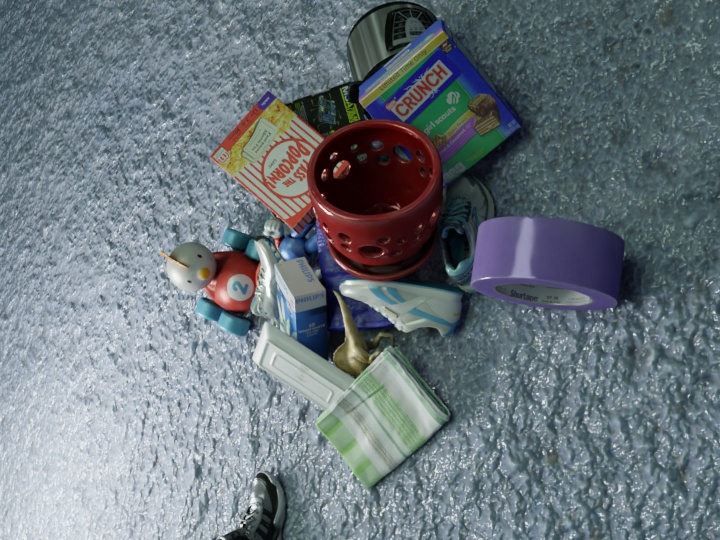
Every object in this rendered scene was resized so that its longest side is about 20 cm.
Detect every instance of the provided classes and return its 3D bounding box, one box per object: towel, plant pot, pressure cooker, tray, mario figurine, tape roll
[{"bbox_3d":[0.000,0.000,1.590,0.147,0.050,0.201,-7,87,16],"label":"towel"},{"bbox_3d":[0.027,-0.100,1.454,0.200,0.183,0.201,-3,57,4],"label":"plant pot"},{"bbox_3d":[0.077,-0.326,1.604,0.176,0.179,0.200,-31,51,25],"label":"pressure cooker"},{"bbox_3d":[-0.094,0.175,1.602,0.200,0.022,0.108,32,133,9],"label":"tray"},{"bbox_3d":[0.030,0.236,1.519,0.200,0.031,0.149,-46,74,24],"label":"towel"},{"bbox_3d":[-0.130,-0.019,1.742,0.200,0.106,0.124,-48,53,34],"label":"mario figurine"},{"bbox_3d":[0.253,-0.007,1.302,0.200,0.200,0.085,-2,74,44],"label":"tape roll"}]

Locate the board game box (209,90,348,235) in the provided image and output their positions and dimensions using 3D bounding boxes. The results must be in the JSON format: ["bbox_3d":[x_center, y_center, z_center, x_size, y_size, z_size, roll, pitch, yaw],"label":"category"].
[{"bbox_3d":[-0.129,-0.181,1.606,0.200,0.046,0.152,40,88,15],"label":"board game box"}]

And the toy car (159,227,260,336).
[{"bbox_3d":[-0.293,0.004,1.836,0.177,0.200,0.185,24,94,48],"label":"toy car"}]

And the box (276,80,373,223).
[{"bbox_3d":[-0.074,-0.203,1.650,0.193,0.048,0.201,-18,76,3],"label":"box"}]

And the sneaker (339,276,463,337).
[{"bbox_3d":[0.059,0.053,1.514,0.199,0.076,0.081,10,100,16],"label":"sneaker"}]

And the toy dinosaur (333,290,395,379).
[{"bbox_3d":[0.004,0.132,1.552,0.101,0.058,0.201,-3,114,11],"label":"toy dinosaur"}]

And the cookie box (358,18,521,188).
[{"bbox_3d":[0.123,-0.256,1.494,0.171,0.200,0.075,-38,22,17],"label":"cookie box"}]

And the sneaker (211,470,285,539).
[{"bbox_3d":[-0.194,0.443,1.650,0.075,0.114,0.201,-14,66,40],"label":"sneaker"}]

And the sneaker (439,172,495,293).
[{"bbox_3d":[0.161,-0.070,1.492,0.077,0.086,0.201,-18,63,30],"label":"sneaker"}]

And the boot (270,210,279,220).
[{"bbox_3d":[-0.129,-0.180,1.733,0.097,0.074,0.201,148,134,-75],"label":"boot"}]

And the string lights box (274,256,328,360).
[{"bbox_3d":[-0.098,0.089,1.632,0.103,0.059,0.200,-125,27,-49],"label":"string lights box"}]

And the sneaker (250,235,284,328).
[{"bbox_3d":[-0.159,0.036,1.690,0.086,0.201,0.075,-22,22,-8],"label":"sneaker"}]

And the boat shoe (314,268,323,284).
[{"bbox_3d":[-0.020,0.015,1.660,0.199,0.074,0.068,-32,71,18],"label":"boat shoe"}]

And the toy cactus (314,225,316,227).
[{"bbox_3d":[-0.047,-0.156,1.746,0.200,0.102,0.165,41,124,42],"label":"toy cactus"}]
